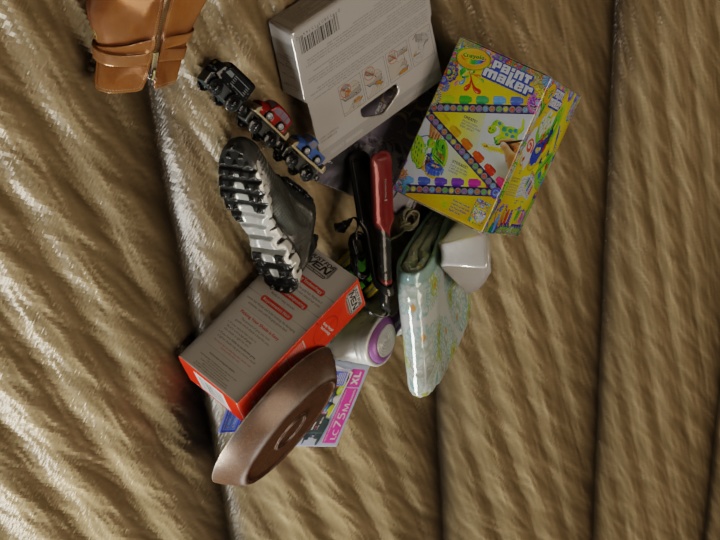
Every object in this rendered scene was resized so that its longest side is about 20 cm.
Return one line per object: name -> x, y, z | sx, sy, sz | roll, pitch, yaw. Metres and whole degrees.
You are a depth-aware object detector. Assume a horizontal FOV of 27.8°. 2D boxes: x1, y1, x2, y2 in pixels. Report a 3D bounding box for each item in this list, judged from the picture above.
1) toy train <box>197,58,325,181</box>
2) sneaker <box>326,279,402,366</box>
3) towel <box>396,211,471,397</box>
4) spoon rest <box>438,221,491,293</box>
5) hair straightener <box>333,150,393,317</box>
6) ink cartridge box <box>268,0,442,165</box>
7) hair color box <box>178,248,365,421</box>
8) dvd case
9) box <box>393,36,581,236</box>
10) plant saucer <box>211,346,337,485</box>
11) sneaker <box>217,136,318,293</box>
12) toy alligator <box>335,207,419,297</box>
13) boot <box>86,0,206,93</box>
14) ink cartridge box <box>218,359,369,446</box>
toy train -> -0.098, -0.157, 1.528 | 0.046, 0.034, 0.200 | -54, 133, -7
sneaker -> 0.014, 0.057, 1.802 | 0.200, 0.099, 0.076 | -38, 123, -60
towel -> 0.093, 0.034, 1.804 | 0.200, 0.048, 0.173 | -56, 141, -58
spoon rest -> 0.128, -0.022, 1.772 | 0.200, 0.060, 0.100 | 12, 74, -84
hair straightener -> 0.008, -0.042, 1.695 | 0.041, 0.077, 0.202 | -23, 112, -44
ink cartridge box -> -0.001, -0.242, 1.598 | 0.200, 0.045, 0.177 | -38, 137, -26
hair color box -> -0.098, 0.067, 1.640 | 0.200, 0.101, 0.061 | -45, 151, -17
dvd case -> 0.031, -0.152, 1.720 | 0.199, 0.016, 0.150 | 18, 99, -53
box -> 0.156, -0.153, 1.727 | 0.194, 0.121, 0.200 | -65, 163, 8
plant saucer -> -0.089, 0.174, 1.653 | 0.200, 0.034, 0.201 | -46, 166, -15
sneaker -> -0.096, -0.076, 1.588 | 0.091, 0.066, 0.201 | -53, 138, -35
toy alligator -> 0.000, 0.000, 1.762 | 0.200, 0.059, 0.054 | -47, -175, -25
boot -> -0.166, -0.250, 1.371 | 0.199, 0.076, 0.156 | -18, 125, -39
ink cartridge box -> -0.079, 0.156, 1.781 | 0.199, 0.042, 0.120 | 11, 105, -50
